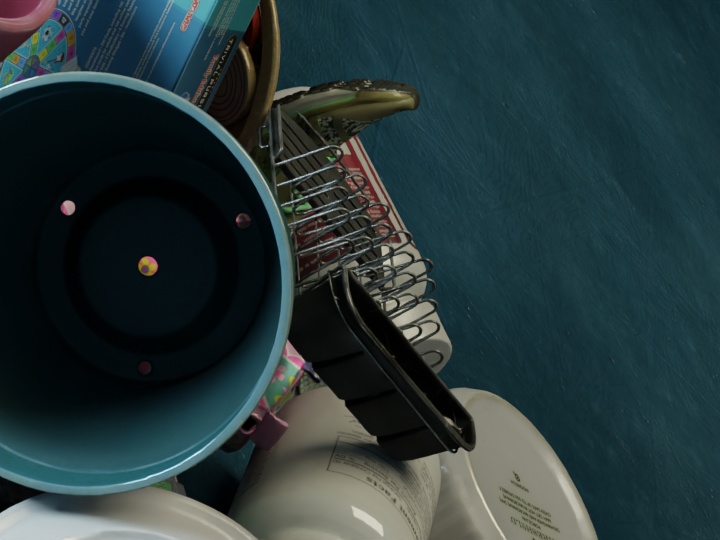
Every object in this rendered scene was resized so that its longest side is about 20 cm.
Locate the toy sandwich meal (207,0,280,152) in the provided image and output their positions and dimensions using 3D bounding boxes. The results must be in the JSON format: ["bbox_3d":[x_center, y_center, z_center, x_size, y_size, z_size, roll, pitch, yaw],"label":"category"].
[{"bbox_3d":[-0.134,-0.122,1.549,0.070,0.205,0.205,6,51,-48],"label":"toy sandwich meal"}]

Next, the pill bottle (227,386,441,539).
[{"bbox_3d":[-0.022,0.157,1.468,0.114,0.114,0.200,48,23,-13],"label":"pill bottle"}]

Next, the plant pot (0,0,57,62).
[{"bbox_3d":[-0.281,-0.151,1.318,0.200,0.179,0.200,43,24,-24],"label":"plant pot"}]

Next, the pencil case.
[{"bbox_3d":[-0.120,0.021,1.478,0.200,0.087,0.087,38,25,-14],"label":"pencil case"}]

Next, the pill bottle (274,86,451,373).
[{"bbox_3d":[-0.023,-0.013,1.722,0.110,0.110,0.200,14,44,-57],"label":"pill bottle"}]

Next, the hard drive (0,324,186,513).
[{"bbox_3d":[-0.171,0.091,1.371,0.200,0.038,0.140,30,32,-43],"label":"hard drive"}]

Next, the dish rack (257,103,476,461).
[{"bbox_3d":[0.000,0.000,1.479,0.153,0.055,0.200,52,22,-42],"label":"dish rack"}]

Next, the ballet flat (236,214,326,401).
[{"bbox_3d":[-0.066,0.034,1.602,0.071,0.069,0.200,-43,129,-33],"label":"ballet flat"}]

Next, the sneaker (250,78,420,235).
[{"bbox_3d":[-0.048,-0.063,1.660,0.077,0.200,0.089,-45,113,-74],"label":"sneaker"}]

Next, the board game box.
[{"bbox_3d":[-0.164,-0.156,1.500,0.200,0.151,0.047,33,14,24],"label":"board game box"}]

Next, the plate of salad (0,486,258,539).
[{"bbox_3d":[-0.113,0.196,1.228,0.200,0.048,0.200,7,60,-13],"label":"plate of salad"}]

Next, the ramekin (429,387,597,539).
[{"bbox_3d":[0.073,0.165,1.653,0.202,0.094,0.202,46,24,-27],"label":"ramekin"}]

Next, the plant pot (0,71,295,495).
[{"bbox_3d":[-0.120,0.002,1.319,0.200,0.200,0.188,54,7,2],"label":"plant pot"}]
